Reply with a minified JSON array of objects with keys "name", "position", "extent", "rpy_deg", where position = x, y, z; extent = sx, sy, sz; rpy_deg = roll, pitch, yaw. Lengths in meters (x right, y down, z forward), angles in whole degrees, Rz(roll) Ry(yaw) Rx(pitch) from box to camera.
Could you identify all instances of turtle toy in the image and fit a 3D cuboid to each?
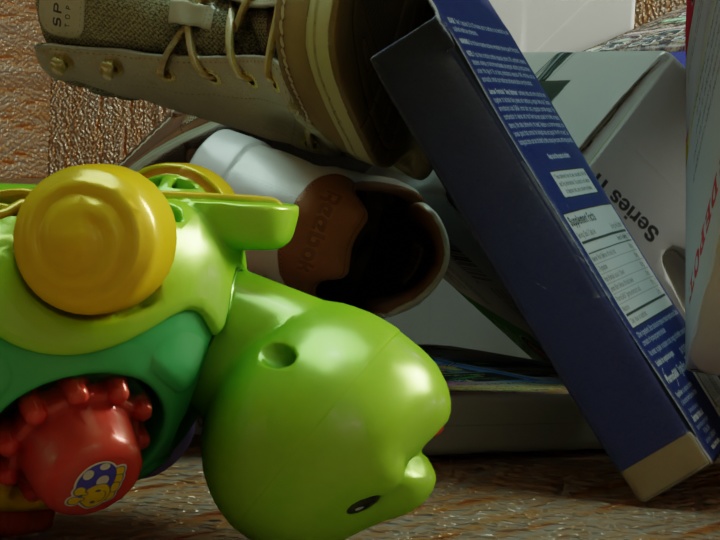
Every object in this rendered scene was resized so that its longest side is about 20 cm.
[{"name":"turtle toy","position":[-0.075,0.021,0.680],"extent":[0.200,0.101,0.146],"rpy_deg":[4,3,7]}]

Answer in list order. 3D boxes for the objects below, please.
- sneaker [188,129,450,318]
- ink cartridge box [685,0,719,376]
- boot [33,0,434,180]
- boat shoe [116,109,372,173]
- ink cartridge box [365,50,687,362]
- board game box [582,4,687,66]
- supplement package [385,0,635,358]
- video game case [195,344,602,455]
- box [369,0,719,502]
[{"name":"sneaker","position":[0.000,0.000,0.977],"extent":[0.085,0.073,0.200],"rpy_deg":[19,1,19]},{"name":"ink cartridge box","position":[0.158,-0.079,0.852],"extent":[0.086,0.148,0.200],"rpy_deg":[5,47,-1]},{"name":"boot","position":[-0.049,-0.089,0.934],"extent":[0.155,0.072,0.200],"rpy_deg":[16,-4,11]},{"name":"boat shoe","position":[-0.036,-0.061,1.083],"extent":[0.200,0.076,0.072],"rpy_deg":[-31,33,12]},{"name":"ink cartridge box","position":[0.102,-0.015,1.042],"extent":[0.147,0.083,0.200],"rpy_deg":[42,-11,-20]},{"name":"board game box","position":[0.206,-0.055,1.222],"extent":[0.097,0.160,0.200],"rpy_deg":[-1,16,40]},{"name":"supplement package","position":[0.039,-0.058,1.242],"extent":[0.156,0.200,0.111],"rpy_deg":[2,4,-16]},{"name":"video game case","position":[0.008,0.047,0.968],"extent":[0.200,0.024,0.182],"rpy_deg":[1,4,-35]},{"name":"box","position":[0.061,-0.021,0.860],"extent":[0.032,0.200,0.121],"rpy_deg":[-31,-5,13]}]
